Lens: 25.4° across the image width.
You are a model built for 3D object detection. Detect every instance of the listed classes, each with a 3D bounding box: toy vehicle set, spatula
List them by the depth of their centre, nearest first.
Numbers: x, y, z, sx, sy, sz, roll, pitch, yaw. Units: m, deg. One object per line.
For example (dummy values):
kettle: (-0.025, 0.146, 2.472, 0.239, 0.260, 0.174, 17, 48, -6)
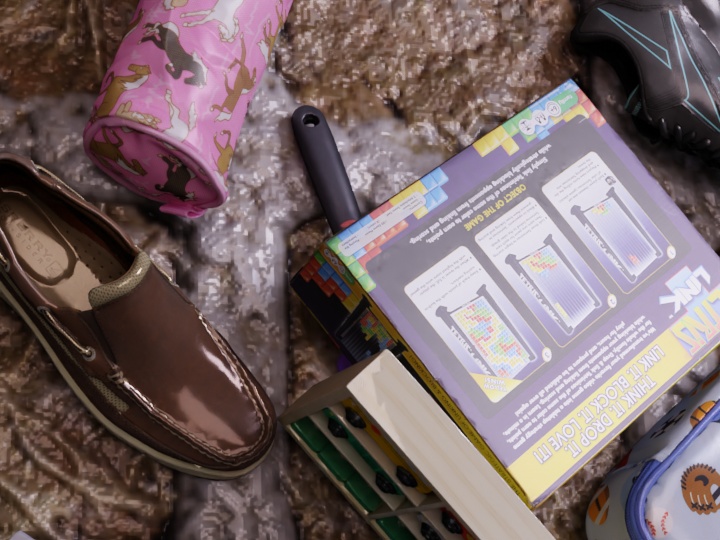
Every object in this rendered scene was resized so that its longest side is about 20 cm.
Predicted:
toy vehicle set: (0.050, 0.128, 0.748, 0.027, 0.124, 0.200, -42, 92, -20)
spatula: (0.000, 0.000, 0.850, 0.056, 0.021, 0.201, -13, 74, -16)

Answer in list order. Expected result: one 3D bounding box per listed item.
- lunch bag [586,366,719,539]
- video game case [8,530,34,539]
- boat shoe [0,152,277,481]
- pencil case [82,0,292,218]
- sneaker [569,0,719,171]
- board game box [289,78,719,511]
lunch bag: (0.228, 0.125, 0.835, 0.200, 0.076, 0.160, -38, 86, -24)
video game case: (-0.144, 0.226, 0.654, 0.181, 0.046, 0.200, 22, 56, 34)
boat shoe: (-0.120, 0.022, 0.776, 0.202, 0.075, 0.075, 41, 65, 1)
pencil case: (-0.076, -0.128, 0.841, 0.086, 0.083, 0.201, 28, 64, -14)
sneaker: (0.202, -0.088, 0.925, 0.079, 0.075, 0.200, -34, 76, -11)
board game box: (0.089, 0.013, 0.838, 0.200, 0.057, 0.166, -34, 84, -34)
